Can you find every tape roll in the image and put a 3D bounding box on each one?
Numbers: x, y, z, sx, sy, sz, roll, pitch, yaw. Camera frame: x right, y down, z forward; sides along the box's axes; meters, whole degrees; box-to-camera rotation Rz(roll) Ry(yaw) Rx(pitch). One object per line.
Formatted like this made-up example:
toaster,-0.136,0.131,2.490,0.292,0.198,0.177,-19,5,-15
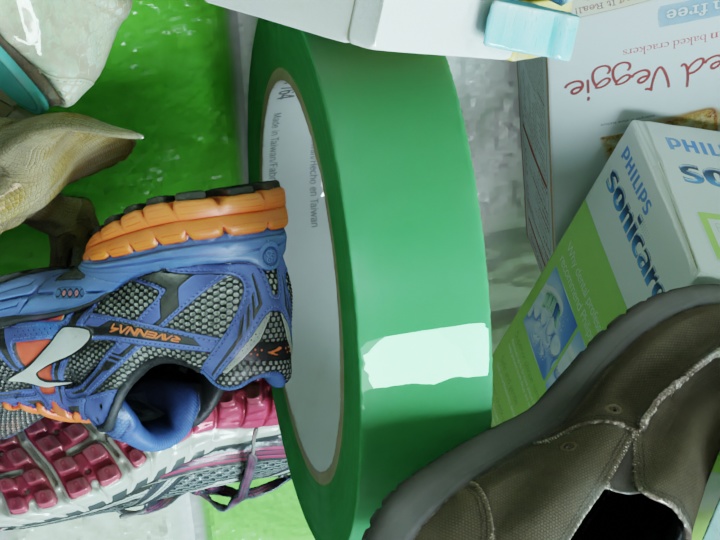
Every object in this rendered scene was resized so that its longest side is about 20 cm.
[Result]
tape roll,0.000,0.000,0.939,0.048,0.201,0.201,-7,135,-12

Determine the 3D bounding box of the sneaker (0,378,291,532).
sneaker,-0.077,0.070,1.073,0.198,0.081,0.075,-15,138,-2

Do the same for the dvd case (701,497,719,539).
dvd case,0.191,0.064,0.940,0.199,0.022,0.146,-32,155,-25

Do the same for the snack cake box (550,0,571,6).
snack cake box,0.056,-0.196,0.789,0.067,0.114,0.201,-30,143,-57

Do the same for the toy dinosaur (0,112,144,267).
toy dinosaur,-0.128,-0.037,0.936,0.100,0.059,0.200,-13,169,-10

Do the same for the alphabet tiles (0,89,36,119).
alphabet tiles,-0.186,-0.060,0.965,0.167,0.008,0.200,28,121,-36

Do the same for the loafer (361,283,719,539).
loafer,0.084,0.075,0.871,0.200,0.071,0.073,-34,145,-35

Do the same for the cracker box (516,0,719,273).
cracker box,0.130,-0.077,1.005,0.133,0.058,0.201,-12,136,-5

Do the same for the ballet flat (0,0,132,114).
ballet flat,-0.147,-0.130,0.873,0.062,0.067,0.200,-52,136,-8

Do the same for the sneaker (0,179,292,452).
sneaker,-0.096,0.034,0.973,0.075,0.079,0.199,-5,165,-42

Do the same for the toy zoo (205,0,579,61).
toy zoo,-0.021,-0.095,0.830,0.131,0.199,0.021,-7,113,-61

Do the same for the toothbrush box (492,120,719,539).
toothbrush box,0.136,0.048,1.030,0.145,0.086,0.201,7,132,-25
